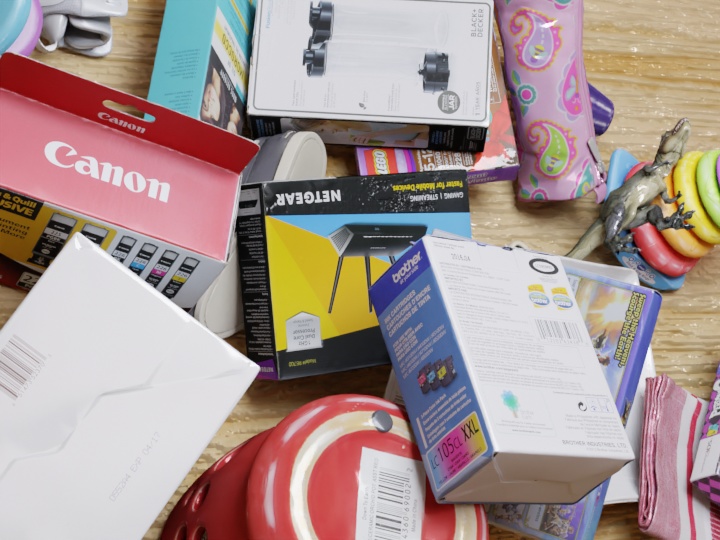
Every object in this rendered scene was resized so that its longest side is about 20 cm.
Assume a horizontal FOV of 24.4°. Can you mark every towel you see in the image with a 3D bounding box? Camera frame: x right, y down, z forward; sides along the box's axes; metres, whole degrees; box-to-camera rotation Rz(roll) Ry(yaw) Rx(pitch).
[{"bbox_3d":[0.311,0.188,1.411,0.199,0.023,0.145,29,54,-28],"label":"towel"}]

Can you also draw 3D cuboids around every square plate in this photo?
[{"bbox_3d":[0.191,0.092,1.360,0.197,0.028,0.202,8,71,-55],"label":"square plate"}]

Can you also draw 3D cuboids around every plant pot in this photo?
[{"bbox_3d":[-0.025,0.193,1.157,0.199,0.183,0.202,12,59,-20],"label":"plant pot"}]

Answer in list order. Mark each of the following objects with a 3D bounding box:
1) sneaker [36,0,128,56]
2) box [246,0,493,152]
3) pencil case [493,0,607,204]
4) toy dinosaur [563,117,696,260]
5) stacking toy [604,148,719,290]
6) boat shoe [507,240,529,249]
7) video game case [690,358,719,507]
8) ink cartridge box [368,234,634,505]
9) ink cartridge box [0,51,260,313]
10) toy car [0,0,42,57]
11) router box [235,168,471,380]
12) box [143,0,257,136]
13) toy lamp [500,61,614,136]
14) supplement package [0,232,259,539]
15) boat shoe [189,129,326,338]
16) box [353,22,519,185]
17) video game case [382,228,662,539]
[{"bbox_3d":[-0.203,-0.244,1.365,0.199,0.075,0.116,-22,76,-30],"label":"sneaker"},{"bbox_3d":[0.009,-0.166,1.381,0.198,0.060,0.118,2,73,1],"label":"box"},{"bbox_3d":[0.167,-0.156,1.454,0.087,0.087,0.202,-23,111,-35],"label":"pencil case"},{"bbox_3d":[0.227,-0.046,1.418,0.200,0.088,0.048,-41,120,-7],"label":"toy dinosaur"},{"bbox_3d":[0.319,-0.069,1.464,0.116,0.199,0.111,35,49,-32],"label":"stacking toy"},{"bbox_3d":[0.144,0.075,1.384,0.071,0.063,0.202,-4,68,-32],"label":"boat shoe"},{"bbox_3d":[0.375,0.160,1.439,0.200,0.036,0.182,40,51,-23],"label":"video game case"},{"bbox_3d":[0.092,0.056,1.154,0.136,0.076,0.201,8,54,-38],"label":"ink cartridge box"},{"bbox_3d":[-0.195,-0.050,1.198,0.198,0.176,0.085,18,57,-18],"label":"ink cartridge box"},{"bbox_3d":[-0.307,-0.184,1.203,0.149,0.199,0.177,5,80,-32],"label":"toy car"},{"bbox_3d":[0.000,0.000,1.311,0.199,0.051,0.151,-7,93,-35],"label":"router box"},{"bbox_3d":[-0.126,-0.166,1.344,0.049,0.082,0.201,-6,54,16],"label":"box"},{"bbox_3d":[0.139,-0.173,1.520,0.198,0.058,0.059,19,57,-15],"label":"toy lamp"},{"bbox_3d":[-0.193,0.106,1.117,0.155,0.111,0.201,37,74,-5],"label":"supplement package"},{"bbox_3d":[-0.094,-0.030,1.328,0.201,0.062,0.073,-62,144,-29],"label":"boat shoe"},{"bbox_3d":[0.053,-0.167,1.434,0.135,0.039,0.202,-9,73,-3],"label":"box"},{"bbox_3d":[0.114,0.089,1.259,0.180,0.045,0.202,16,88,23],"label":"video game case"}]
